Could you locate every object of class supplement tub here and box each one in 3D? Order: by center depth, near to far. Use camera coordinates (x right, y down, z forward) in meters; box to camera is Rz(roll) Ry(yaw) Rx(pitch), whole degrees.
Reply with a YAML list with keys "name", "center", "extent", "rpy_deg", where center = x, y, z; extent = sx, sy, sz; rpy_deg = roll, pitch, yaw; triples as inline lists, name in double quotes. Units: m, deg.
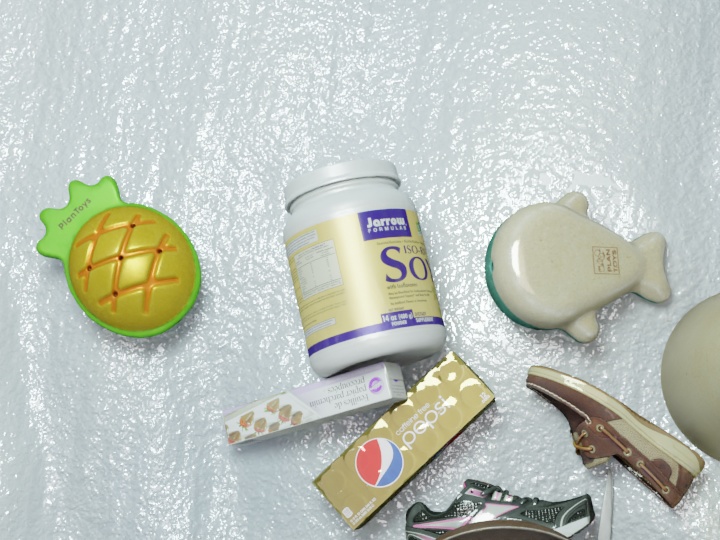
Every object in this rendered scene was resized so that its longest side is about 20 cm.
- name: "supplement tub"
  center: [0.000, 0.000, 1.247]
  extent: [0.145, 0.145, 0.201]
  rpy_deg: [-14, 79, 4]

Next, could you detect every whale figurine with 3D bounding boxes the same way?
- name: "whale figurine"
  center: [0.223, -0.001, 1.258]
  extent: [0.199, 0.104, 0.160]
  rpy_deg: [-1, 79, -18]

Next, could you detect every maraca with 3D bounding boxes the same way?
- name: "maraca"
  center: [-0.261, -0.015, 1.301]
  extent: [0.200, 0.107, 0.137]
  rpy_deg: [42, 79, 12]

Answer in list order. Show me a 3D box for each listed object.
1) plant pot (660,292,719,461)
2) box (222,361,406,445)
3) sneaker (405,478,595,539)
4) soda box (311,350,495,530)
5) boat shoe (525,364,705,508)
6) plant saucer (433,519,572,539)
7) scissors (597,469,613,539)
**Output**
- name: "plant pot"
  center: [0.396, 0.092, 1.154]
  extent: [0.187, 0.200, 0.188]
  rpy_deg: [-1, 79, 6]
- name: "box"
  center: [-0.050, 0.140, 1.249]
  extent: [0.199, 0.041, 0.039]
  rpy_deg: [-19, 76, 24]
- name: "sneaker"
  center: [0.135, 0.249, 1.219]
  extent: [0.199, 0.080, 0.087]
  rpy_deg: [-15, 77, 3]
- name: "soda box"
  center: [0.047, 0.176, 1.250]
  extent: [0.200, 0.064, 0.068]
  rpy_deg: [-43, 77, -3]
- name: "boat shoe"
  center: [0.247, 0.169, 1.226]
  extent: [0.200, 0.072, 0.072]
  rpy_deg: [33, 84, 5]
- name: "plant saucer"
  center: [0.135, 0.305, 1.175]
  extent: [0.199, 0.201, 0.032]
  rpy_deg: [-7, 39, 6]
- name: "scissors"
  center: [0.240, 0.308, 1.227]
  extent: [0.073, 0.014, 0.201]
  rpy_deg: [-9, 80, 6]
